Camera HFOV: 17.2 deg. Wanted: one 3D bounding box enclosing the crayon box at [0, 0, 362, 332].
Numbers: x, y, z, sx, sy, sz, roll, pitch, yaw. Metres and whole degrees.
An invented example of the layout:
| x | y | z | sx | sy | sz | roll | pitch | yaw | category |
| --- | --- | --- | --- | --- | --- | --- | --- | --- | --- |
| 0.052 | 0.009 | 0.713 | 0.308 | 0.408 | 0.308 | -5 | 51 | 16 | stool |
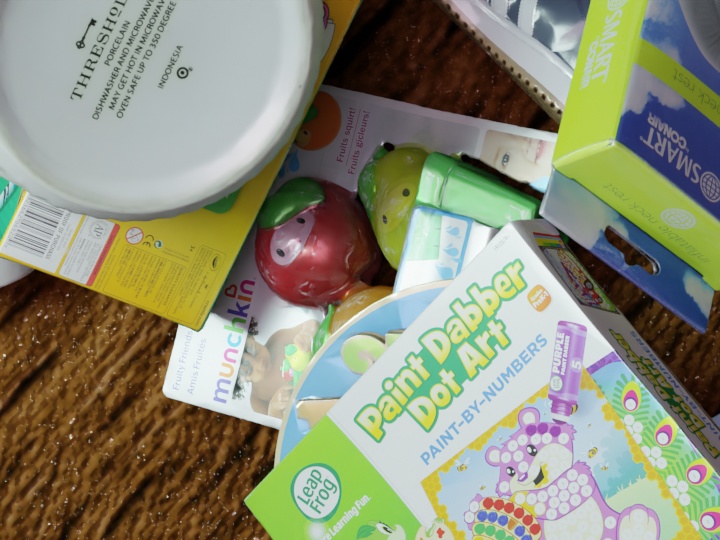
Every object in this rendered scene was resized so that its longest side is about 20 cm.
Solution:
| x | y | z | sx | sy | sz | roll | pitch | yaw | category |
| --- | --- | --- | --- | --- | --- | --- | --- | --- | --- |
| -0.097 | -0.082 | 1.210 | 0.119 | 0.058 | 0.200 | 22 | 102 | -24 | crayon box |

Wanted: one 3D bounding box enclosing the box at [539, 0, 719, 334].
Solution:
| x | y | z | sx | sy | sz | roll | pitch | yaw | category |
| --- | --- | --- | --- | --- | --- | --- | --- | --- | --- |
| 0.159 | -0.086 | 1.135 | 0.048 | 0.122 | 0.200 | -21 | 44 | 47 | box |

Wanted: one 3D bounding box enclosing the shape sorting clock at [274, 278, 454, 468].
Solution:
| x | y | z | sx | sy | sz | roll | pitch | yaw | category |
| --- | --- | --- | --- | --- | --- | --- | --- | --- | --- |
| 0.053 | 0.104 | 1.150 | 0.200 | 0.039 | 0.200 | 1 | 93 | 19 | shape sorting clock |

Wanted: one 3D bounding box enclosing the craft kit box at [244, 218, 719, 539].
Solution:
| x | y | z | sx | sy | sz | roll | pitch | yaw | category |
| --- | --- | --- | --- | --- | --- | --- | --- | --- | --- |
| 0.072 | 0.114 | 1.079 | 0.200 | 0.048 | 0.198 | -48 | 67 | 23 | craft kit box |

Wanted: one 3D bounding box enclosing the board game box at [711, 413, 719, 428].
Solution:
| x | y | z | sx | sy | sz | roll | pitch | yaw | category |
| --- | --- | --- | --- | --- | --- | --- | --- | --- | --- |
| 0.228 | 0.118 | 1.098 | 0.200 | 0.037 | 0.151 | -28 | 75 | -12 | board game box |

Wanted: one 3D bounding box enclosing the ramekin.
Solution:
| x | y | z | sx | sy | sz | roll | pitch | yaw | category |
| --- | --- | --- | --- | --- | --- | --- | --- | --- | --- |
| -0.108 | -0.115 | 1.110 | 0.202 | 0.094 | 0.203 | -6 | 112 | -15 | ramekin |

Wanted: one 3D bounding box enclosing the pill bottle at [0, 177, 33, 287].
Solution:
| x | y | z | sx | sy | sz | roll | pitch | yaw | category |
| --- | --- | --- | --- | --- | --- | --- | --- | --- | --- |
| -0.218 | -0.096 | 1.252 | 0.113 | 0.113 | 0.200 | 9 | 122 | 15 | pill bottle |

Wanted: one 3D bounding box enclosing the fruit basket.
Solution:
| x | y | z | sx | sy | sz | roll | pitch | yaw | category |
| --- | --- | --- | --- | --- | --- | --- | --- | --- | --- |
| 0.000 | 0.000 | 1.238 | 0.200 | 0.094 | 0.186 | 15 | 91 | 18 | fruit basket |

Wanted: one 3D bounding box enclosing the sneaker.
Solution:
| x | y | z | sx | sy | sz | roll | pitch | yaw | category |
| --- | --- | --- | --- | --- | --- | --- | --- | --- | --- |
| 0.093 | -0.162 | 1.234 | 0.108 | 0.070 | 0.200 | -45 | 74 | 3 | sneaker |
